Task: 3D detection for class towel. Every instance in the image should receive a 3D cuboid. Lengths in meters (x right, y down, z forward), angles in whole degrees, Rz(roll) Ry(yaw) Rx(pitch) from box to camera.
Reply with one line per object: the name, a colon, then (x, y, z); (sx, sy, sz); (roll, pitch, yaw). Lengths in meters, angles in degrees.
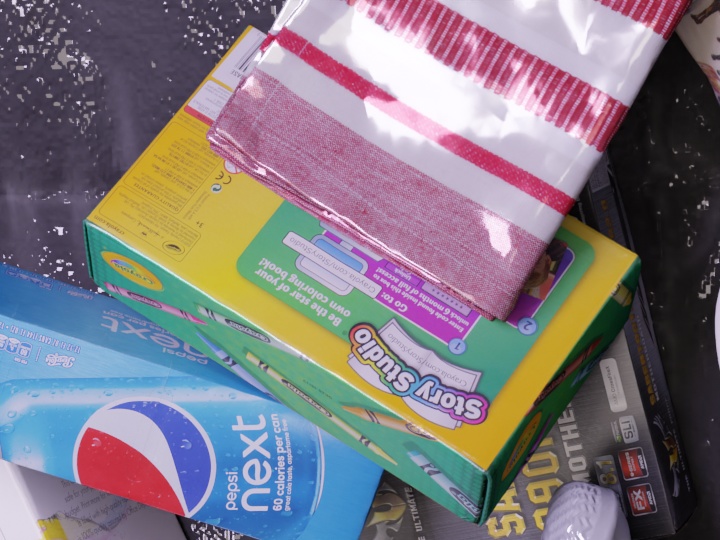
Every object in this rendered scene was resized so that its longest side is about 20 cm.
towel: (0.045, -0.100, 0.958); (0.144, 0.023, 0.200); (30, 92, 13)

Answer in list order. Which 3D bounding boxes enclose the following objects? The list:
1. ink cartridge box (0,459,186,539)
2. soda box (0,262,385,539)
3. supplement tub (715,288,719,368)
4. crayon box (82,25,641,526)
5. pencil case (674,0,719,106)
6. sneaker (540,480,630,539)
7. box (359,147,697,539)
ink cartridge box: (-0.148, 0.113, 1.128); (0.067, 0.116, 0.200); (-25, 88, 23)
soda box: (-0.089, 0.059, 1.034); (0.200, 0.068, 0.064); (17, 106, -6)
supplement tub: (0.247, 0.017, 0.878); (0.200, 0.145, 0.145); (-31, 87, 31)
crayon box: (0.000, 0.000, 0.997); (0.200, 0.058, 0.119); (32, 65, 14)
pencil case: (0.144, -0.136, 0.995); (0.089, 0.078, 0.200); (-34, 86, 26)
sneaker: (0.124, 0.162, 1.024); (0.115, 0.075, 0.200); (14, 144, 9)
box: (0.049, 0.031, 1.076); (0.158, 0.048, 0.201); (-12, 94, 22)
